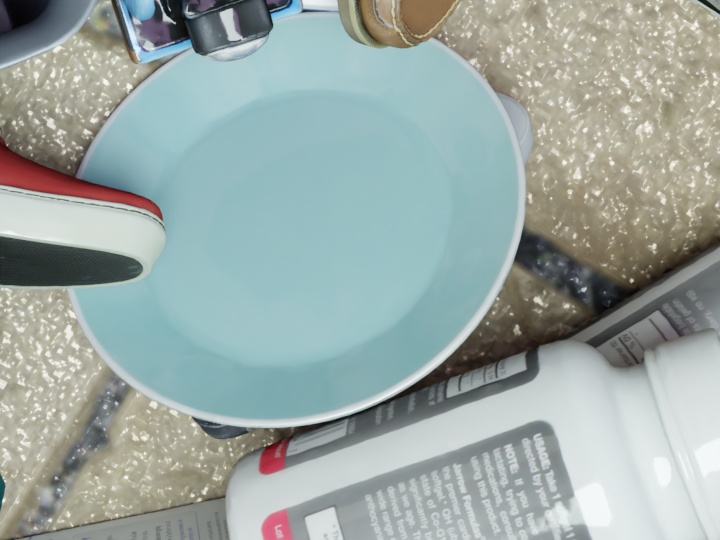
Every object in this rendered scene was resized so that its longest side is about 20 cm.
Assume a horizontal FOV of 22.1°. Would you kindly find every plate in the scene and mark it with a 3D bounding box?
[{"bbox_3d":[-0.028,-0.022,0.777,0.199,0.026,0.201,-6,60,10],"label":"plate"}]

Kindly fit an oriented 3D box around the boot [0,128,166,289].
[{"bbox_3d":[-0.169,-0.074,0.757,0.199,0.072,0.145,11,68,-3],"label":"boot"}]

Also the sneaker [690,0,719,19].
[{"bbox_3d":[0.144,-0.185,0.790,0.074,0.087,0.200,-34,103,-1],"label":"sneaker"}]

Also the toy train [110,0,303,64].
[{"bbox_3d":[-0.079,-0.174,0.672,0.086,0.114,0.201,-20,102,-12],"label":"toy train"}]

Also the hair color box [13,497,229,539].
[{"bbox_3d":[-0.131,0.159,0.804,0.199,0.109,0.065,-9,103,-5],"label":"hair color box"}]

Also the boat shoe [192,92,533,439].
[{"bbox_3d":[0.000,0.000,0.818,0.200,0.072,0.068,-41,137,-13],"label":"boat shoe"}]

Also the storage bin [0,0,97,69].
[{"bbox_3d":[-0.191,-0.146,0.655,0.145,0.134,0.201,-22,92,-13],"label":"storage bin"}]

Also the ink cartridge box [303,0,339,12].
[{"bbox_3d":[-0.075,-0.182,0.767,0.199,0.076,0.137,3,99,-10],"label":"ink cartridge box"}]

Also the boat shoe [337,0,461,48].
[{"bbox_3d":[0.056,-0.174,0.711,0.068,0.072,0.201,24,92,28],"label":"boat shoe"}]

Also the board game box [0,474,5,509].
[{"bbox_3d":[-0.277,0.073,0.801,0.199,0.047,0.152,-23,102,-3],"label":"board game box"}]

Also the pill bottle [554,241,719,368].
[{"bbox_3d":[0.149,0.060,0.821,0.199,0.114,0.114,-31,103,0],"label":"pill bottle"}]

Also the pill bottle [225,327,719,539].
[{"bbox_3d":[0.057,0.093,0.718,0.199,0.111,0.111,-20,102,11],"label":"pill bottle"}]
